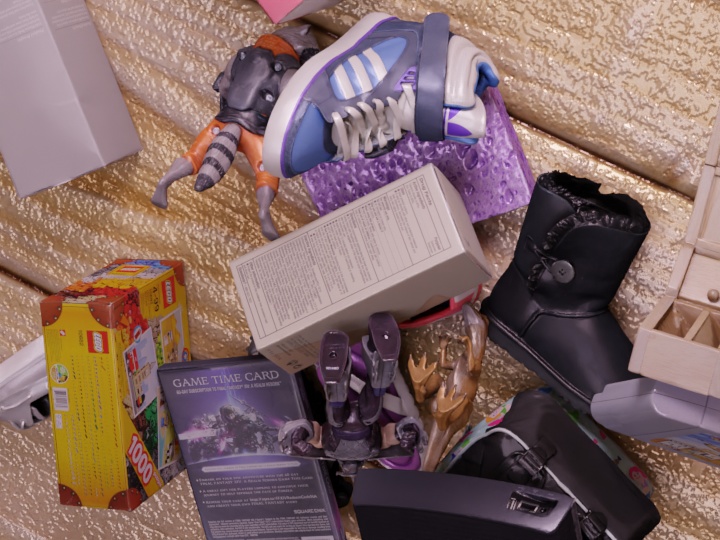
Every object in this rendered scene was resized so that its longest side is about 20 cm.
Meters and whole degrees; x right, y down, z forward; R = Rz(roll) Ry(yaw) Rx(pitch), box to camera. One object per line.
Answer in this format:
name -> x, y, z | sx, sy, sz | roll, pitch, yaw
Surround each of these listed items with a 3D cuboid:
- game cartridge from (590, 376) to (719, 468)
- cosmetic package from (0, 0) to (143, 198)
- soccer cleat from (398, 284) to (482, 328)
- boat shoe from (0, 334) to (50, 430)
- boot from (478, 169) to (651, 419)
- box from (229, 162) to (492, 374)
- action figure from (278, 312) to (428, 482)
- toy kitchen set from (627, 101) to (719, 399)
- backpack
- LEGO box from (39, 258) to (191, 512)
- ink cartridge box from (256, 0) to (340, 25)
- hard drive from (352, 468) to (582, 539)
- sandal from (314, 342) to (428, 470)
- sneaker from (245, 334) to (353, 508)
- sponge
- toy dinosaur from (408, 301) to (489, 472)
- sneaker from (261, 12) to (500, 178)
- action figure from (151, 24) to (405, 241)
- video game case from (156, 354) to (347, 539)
game cartridge -> 0.302, 0.135, 1.601 | 0.200, 0.133, 0.042 | 20, 80, -15
cosmetic package -> -0.294, -0.179, 1.815 | 0.107, 0.090, 0.200 | -16, 101, 25
soccer cleat -> 0.013, 0.029, 1.752 | 0.200, 0.076, 0.067 | -12, 100, 24
boat shoe -> -0.330, 0.119, 1.928 | 0.200, 0.072, 0.069 | -36, 90, 17
boot -> 0.206, 0.026, 1.664 | 0.200, 0.076, 0.168 | 35, 124, 17
box -> 0.000, 0.000, 1.674 | 0.200, 0.078, 0.095 | -24, 63, 13
action figure -> -0.007, 0.125, 1.694 | 0.130, 0.069, 0.200 | -8, 141, -9
toy kitchen set -> 0.331, -0.012, 1.555 | 0.163, 0.180, 0.200 | 17, 109, 16
backpack -> 0.142, 0.211, 1.707 | 0.178, 0.151, 0.200 | 45, 126, 3
LEGO box -> -0.222, 0.104, 1.829 | 0.077, 0.149, 0.200 | 3, 106, 21
ink cartridge box -> -0.076, -0.316, 1.651 | 0.083, 0.147, 0.200 | -36, 90, 25
hard drive -> 0.089, 0.234, 1.633 | 0.200, 0.042, 0.135 | 5, 123, 29
sandal -> 0.002, 0.112, 1.760 | 0.082, 0.050, 0.203 | -14, 119, 40
sneaker -> -0.049, 0.138, 1.818 | 0.090, 0.066, 0.200 | -4, 107, 20
sponge -> 0.048, -0.083, 1.733 | 0.200, 0.030, 0.112 | -19, 97, 25
toy dinosaur -> 0.074, 0.121, 1.653 | 0.060, 0.106, 0.200 | 17, 78, 26
sneaker -> 0.028, -0.131, 1.625 | 0.146, 0.200, 0.081 | 24, 144, 25
action figure -> -0.072, -0.127, 1.701 | 0.200, 0.105, 0.194 | 11, 70, 26
video game case -> -0.099, 0.174, 1.805 | 0.143, 0.019, 0.200 | -6, 107, 28
